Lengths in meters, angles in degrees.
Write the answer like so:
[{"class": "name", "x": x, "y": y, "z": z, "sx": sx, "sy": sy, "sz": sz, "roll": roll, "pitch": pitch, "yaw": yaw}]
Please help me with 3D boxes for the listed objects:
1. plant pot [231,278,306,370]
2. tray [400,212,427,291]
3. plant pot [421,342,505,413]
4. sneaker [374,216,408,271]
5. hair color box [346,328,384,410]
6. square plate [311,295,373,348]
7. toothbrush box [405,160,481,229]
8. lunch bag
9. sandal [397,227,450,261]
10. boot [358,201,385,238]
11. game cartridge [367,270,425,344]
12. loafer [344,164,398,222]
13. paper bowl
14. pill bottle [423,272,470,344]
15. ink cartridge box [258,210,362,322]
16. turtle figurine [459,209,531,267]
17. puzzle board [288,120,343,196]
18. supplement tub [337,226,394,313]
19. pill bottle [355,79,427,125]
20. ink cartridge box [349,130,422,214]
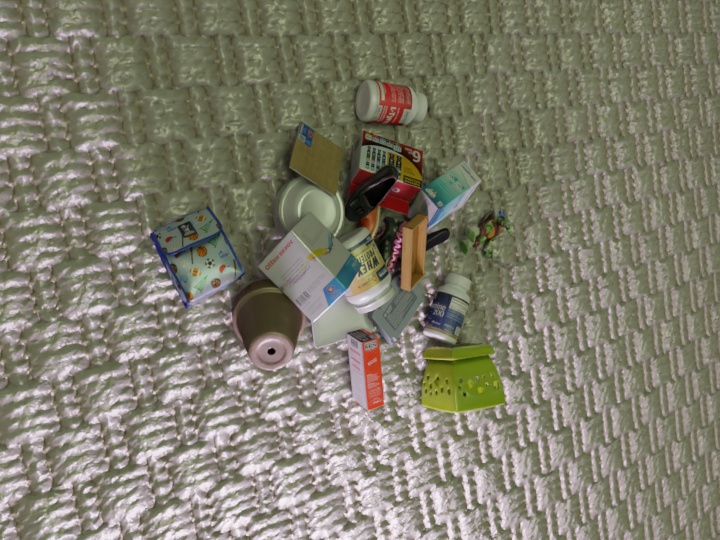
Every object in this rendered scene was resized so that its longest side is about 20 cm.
[{"class": "plant pot", "x": -0.228, "y": 0.150, "z": 1.437, "sx": 0.194, "sy": 0.176, "sz": 0.205, "roll": -5, "pitch": 119, "yaw": -8}, {"class": "tray", "x": 0.155, "y": -0.053, "z": 1.660, "sx": 0.098, "sy": 0.036, "sz": 0.205, "roll": -41, "pitch": 140, "yaw": -47}, {"class": "plant pot", "x": 0.306, "y": 0.322, "z": 1.753, "sx": 0.194, "sy": 0.199, "sz": 0.187, "roll": -3, "pitch": 85, "yaw": -26}, {"class": "sneaker", "x": 0.070, "y": -0.064, "z": 1.669, "sx": 0.093, "sy": 0.079, "sz": 0.205, "roll": 23, "pitch": 103, "yaw": 7}, {"class": "hair color box", "x": 0.014, "y": 0.282, "z": 1.632, "sx": 0.060, "sy": 0.101, "sz": 0.206, "roll": -12, "pitch": 107, "yaw": -26}, {"class": "square plate", "x": -0.064, "y": 0.100, "z": 1.643, "sx": 0.194, "sy": 0.028, "sz": 0.206, "roll": -12, "pitch": 97, "yaw": -27}, {"class": "toothbrush box", "x": 0.248, "y": -0.218, "z": 1.713, "sx": 0.198, "sy": 0.147, "sz": 0.086, "roll": -36, "pitch": 77, "yaw": -30}, {"class": "lunch bag", "x": -0.405, "y": -0.038, "z": 1.414, "sx": 0.167, "sy": 0.124, "sz": 0.204, "roll": -27, "pitch": 90, "yaw": -24}, {"class": "sandal", "x": 0.182, "y": -0.085, "z": 1.748, "sx": 0.196, "sy": 0.076, "sz": 0.046, "roll": -25, "pitch": 60, "yaw": -13}, {"class": "boot", "x": 0.008, "y": -0.171, "z": 1.655, "sx": 0.105, "sy": 0.075, "sz": 0.206, "roll": 19, "pitch": 74, "yaw": -23}, {"class": "game cartridge", "x": 0.106, "y": 0.101, "z": 1.712, "sx": 0.134, "sy": 0.040, "sz": 0.201, "roll": 52, "pitch": 59, "yaw": -23}, {"class": "loafer", "x": 0.028, "y": -0.205, "z": 1.560, "sx": 0.071, "sy": 0.064, "sz": 0.200, "roll": 36, "pitch": 112, "yaw": -24}, {"class": "paper bowl", "x": -0.134, "y": -0.159, "z": 1.560, "sx": 0.196, "sy": 0.104, "sz": 0.207, "roll": -1, "pitch": 93, "yaw": -28}, {"class": "pill bottle", "x": 0.275, "y": 0.117, "z": 1.774, "sx": 0.109, "sy": 0.110, "sz": 0.205, "roll": 24, "pitch": 80, "yaw": -25}, {"class": "ink cartridge box", "x": -0.125, "y": -0.012, "z": 1.449, "sx": 0.200, "sy": 0.146, "sz": 0.147, "roll": 45, "pitch": 29, "yaw": -7}, {"class": "turtle figurine", "x": 0.430, "y": -0.092, "z": 1.834, "sx": 0.189, "sy": 0.143, "sz": 0.206, "roll": -14, "pitch": 94, "yaw": -22}, {"class": "puzzle board", "x": -0.119, "y": -0.305, "z": 1.555, "sx": 0.149, "sy": 0.017, "sz": 0.204, "roll": 29, "pitch": 43, "yaw": -24}, {"class": "supplement tub", "x": 0.000, "y": 0.000, "z": 1.580, "sx": 0.143, "sy": 0.144, "sz": 0.204, "roll": -33, "pitch": 102, "yaw": -22}, {"class": "pill bottle", "x": 0.092, "y": -0.485, "z": 1.664, "sx": 0.195, "sy": 0.112, "sz": 0.116, "roll": -1, "pitch": 92, "yaw": -27}, {"class": "ink cartridge box", "x": 0.074, "y": -0.277, "z": 1.627, "sx": 0.195, "sy": 0.084, "sz": 0.180, "roll": 14, "pitch": 63, "yaw": -18}]
